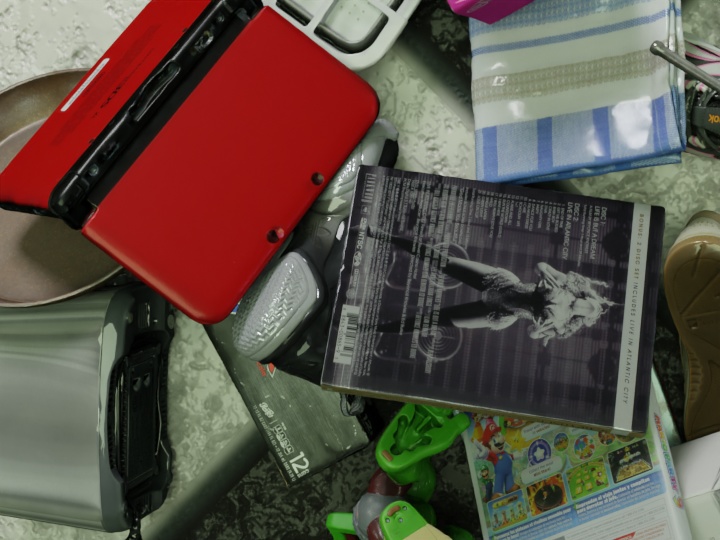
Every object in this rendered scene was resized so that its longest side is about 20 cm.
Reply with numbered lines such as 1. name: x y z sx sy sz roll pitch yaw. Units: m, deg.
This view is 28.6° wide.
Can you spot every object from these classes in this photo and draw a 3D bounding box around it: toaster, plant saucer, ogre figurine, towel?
1. toaster: -0.205 0.100 0.992 0.127 0.114 0.203 3 97 14
2. plant saucer: -0.210 -0.053 0.975 0.198 0.035 0.202 -7 55 10
3. ogre figurine: 0.028 0.162 0.921 0.097 0.120 0.202 -6 61 -10
4. towel: 0.136 -0.157 0.908 0.145 0.024 0.203 -7 75 27

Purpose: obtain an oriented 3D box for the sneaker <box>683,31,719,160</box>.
1. sneaker: 0.225 -0.107 0.899 0.197 0.086 0.081 3 108 11

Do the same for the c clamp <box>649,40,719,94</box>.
1. c clamp: 0.300 -0.126 0.865 0.171 0.199 0.027 45 144 20

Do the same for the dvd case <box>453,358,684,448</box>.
1. dvd case: 0.133 0.083 0.971 0.144 0.022 0.202 -20 91 11

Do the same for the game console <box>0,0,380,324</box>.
1. game console: -0.118 -0.081 0.938 0.119 0.171 0.201 49 66 -30

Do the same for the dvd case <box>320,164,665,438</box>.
1. dvd case: 0.084 0.016 0.876 0.197 0.016 0.150 8 69 5

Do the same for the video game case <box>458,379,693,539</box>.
1. video game case: 0.134 0.145 0.886 0.143 0.018 0.202 -29 60 36

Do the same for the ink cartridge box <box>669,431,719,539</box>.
1. ink cartridge box: 0.273 0.168 0.880 0.198 0.083 0.148 -23 104 29

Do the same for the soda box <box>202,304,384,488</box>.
1. soda box: -0.062 0.042 0.983 0.070 0.063 0.202 -29 89 11

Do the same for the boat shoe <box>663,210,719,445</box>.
1. boat shoe: 0.242 0.059 0.924 0.071 0.065 0.202 -9 112 23

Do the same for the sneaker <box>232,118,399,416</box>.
1. sneaker: 0.000 0.000 0.944 0.114 0.075 0.201 39 58 -18

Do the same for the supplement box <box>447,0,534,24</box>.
1. supplement box: 0.069 -0.265 0.866 0.100 0.103 0.202 -27 88 19

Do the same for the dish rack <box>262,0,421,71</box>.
1. dish rack: -0.006 -0.254 0.960 0.171 0.044 0.201 37 100 8
